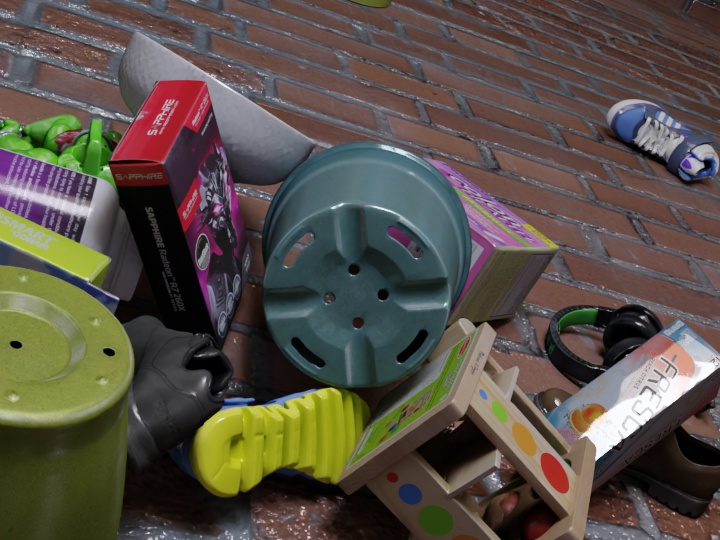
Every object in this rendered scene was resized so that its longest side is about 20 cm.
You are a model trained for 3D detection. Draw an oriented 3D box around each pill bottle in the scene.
[{"bbox_3d":[-0.279,-0.037,0.870,0.199,0.113,0.113,17,31,-16],"label":"pill bottle"}]

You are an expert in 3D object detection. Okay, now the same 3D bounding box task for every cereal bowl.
[{"bbox_3d":[-0.146,-0.139,0.993,0.199,0.084,0.200,31,3,-2],"label":"cereal bowl"}]

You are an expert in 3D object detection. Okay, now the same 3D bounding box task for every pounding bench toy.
[{"bbox_3d":[0.103,0.140,0.842,0.156,0.124,0.200,47,29,-7],"label":"pounding bench toy"}]

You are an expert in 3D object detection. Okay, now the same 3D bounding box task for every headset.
[{"bbox_3d":[0.303,0.103,1.169,0.199,0.094,0.124,12,33,6],"label":"headset"}]

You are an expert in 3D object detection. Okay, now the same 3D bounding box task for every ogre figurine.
[{"bbox_3d":[-0.263,-0.103,1.005,0.199,0.098,0.120,27,16,-23],"label":"ogre figurine"}]

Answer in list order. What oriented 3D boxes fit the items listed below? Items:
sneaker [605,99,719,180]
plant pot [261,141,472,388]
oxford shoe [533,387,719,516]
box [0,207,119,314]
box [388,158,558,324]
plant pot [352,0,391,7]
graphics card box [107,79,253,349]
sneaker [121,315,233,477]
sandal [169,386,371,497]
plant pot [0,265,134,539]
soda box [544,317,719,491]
[{"bbox_3d":[0.538,-0.222,1.825,0.199,0.081,0.147,17,26,-26],"label":"sneaker"},{"bbox_3d":[0.000,0.000,0.893,0.199,0.201,0.196,25,13,-2],"label":"plant pot"},{"bbox_3d":[0.266,0.156,1.022,0.199,0.085,0.073,24,31,0],"label":"oxford shoe"},{"bbox_3d":[-0.278,0.014,0.780,0.199,0.122,0.048,25,29,-1],"label":"box"},{"bbox_3d":[0.089,-0.036,1.114,0.176,0.097,0.200,39,17,23],"label":"box"},{"bbox_3d":[0.011,-0.619,1.919,0.186,0.201,0.188,19,31,-12],"label":"plant pot"},{"bbox_3d":[-0.145,-0.044,0.886,0.050,0.201,0.126,0,39,11],"label":"graphics card box"},{"bbox_3d":[-0.138,0.078,0.767,0.076,0.090,0.200,63,-3,-22],"label":"sneaker"},{"bbox_3d":[-0.071,0.128,0.818,0.087,0.080,0.199,1,-5,43],"label":"sandal"},{"bbox_3d":[-0.218,0.110,0.607,0.199,0.194,0.201,19,31,-12],"label":"plant pot"},{"bbox_3d":[0.239,0.132,0.954,0.199,0.069,0.064,-33,55,-16],"label":"soda box"}]
